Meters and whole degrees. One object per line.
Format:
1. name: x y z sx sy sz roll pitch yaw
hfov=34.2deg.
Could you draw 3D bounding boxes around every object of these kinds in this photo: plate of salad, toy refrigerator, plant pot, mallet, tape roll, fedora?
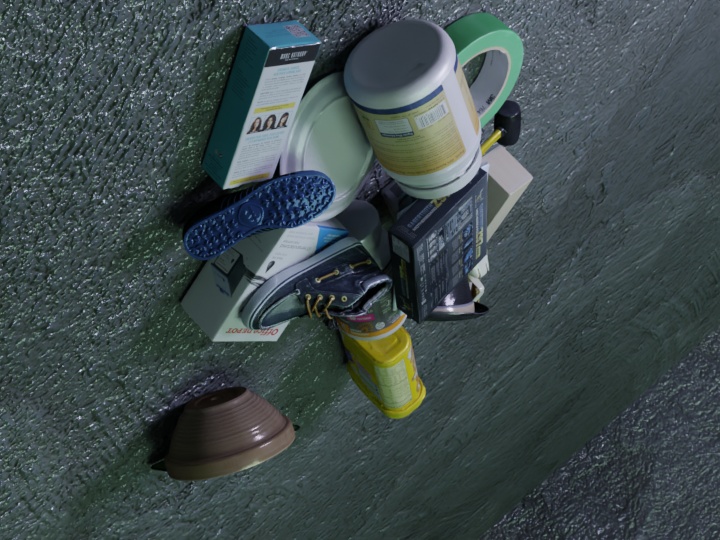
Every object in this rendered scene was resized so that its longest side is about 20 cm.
1. plate of salad: -0.043 -0.162 1.524 0.200 0.048 0.201 -30 131 -43
2. toy refrigerator: 0.192 -0.104 1.864 0.070 0.076 0.200 -36 165 -34
3. plant pot: -0.205 0.235 1.763 0.200 0.200 0.093 -23 102 -37
4. mallet: 0.175 -0.181 1.727 0.200 0.041 0.066 -41 147 -36
5. tape roll: 0.143 -0.265 1.653 0.200 0.048 0.201 -33 151 -21
6. fedora: 0.127 0.027 1.956 0.200 0.200 0.092 -7 101 -51

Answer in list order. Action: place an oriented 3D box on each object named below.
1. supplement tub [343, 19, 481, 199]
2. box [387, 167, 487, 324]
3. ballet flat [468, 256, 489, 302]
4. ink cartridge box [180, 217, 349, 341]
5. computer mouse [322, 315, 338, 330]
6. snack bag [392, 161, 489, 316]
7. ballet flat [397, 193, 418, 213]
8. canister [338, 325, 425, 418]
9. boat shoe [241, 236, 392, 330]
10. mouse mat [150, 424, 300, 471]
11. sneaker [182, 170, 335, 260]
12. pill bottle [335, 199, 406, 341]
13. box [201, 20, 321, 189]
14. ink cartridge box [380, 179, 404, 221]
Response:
1. supplement tub: 0.073 -0.201 1.494 0.144 0.144 0.200 -39 138 -11
2. box: 0.110 -0.039 1.620 0.158 0.051 0.200 -44 154 -20
3. ballet flat: 0.202 0.002 2.093 0.068 0.063 0.200 -32 150 -24
4. ink cartridge box: -0.130 -0.003 1.593 0.146 0.086 0.200 4 124 -56
5. computer mouse: 0.017 0.010 1.869 0.199 0.044 0.110 -32 145 -14
6. snack bag: 0.119 -0.052 1.708 0.200 0.021 0.189 -35 142 -33
7. ballet flat: 0.107 -0.055 1.777 0.074 0.074 0.200 -45 153 1
8. canister: 0.033 0.144 1.961 0.086 0.149 0.200 -37 151 -14
9. boat shoe: -0.056 0.036 1.553 0.200 0.091 0.071 -33 150 -19
10. mouse mat: -0.211 0.277 1.832 0.199 0.161 0.008 -23 102 -38
11. sneaker: -0.129 -0.078 1.451 0.199 0.078 0.070 -21 112 -2
12. pill bottle: 0.000 0.000 1.720 0.116 0.116 0.201 -36 137 -18
13. box: -0.119 -0.193 1.379 0.082 0.049 0.201 -18 142 -43
14. ink cartridge box: 0.124 -0.118 1.830 0.160 0.047 0.200 -43 151 -6
